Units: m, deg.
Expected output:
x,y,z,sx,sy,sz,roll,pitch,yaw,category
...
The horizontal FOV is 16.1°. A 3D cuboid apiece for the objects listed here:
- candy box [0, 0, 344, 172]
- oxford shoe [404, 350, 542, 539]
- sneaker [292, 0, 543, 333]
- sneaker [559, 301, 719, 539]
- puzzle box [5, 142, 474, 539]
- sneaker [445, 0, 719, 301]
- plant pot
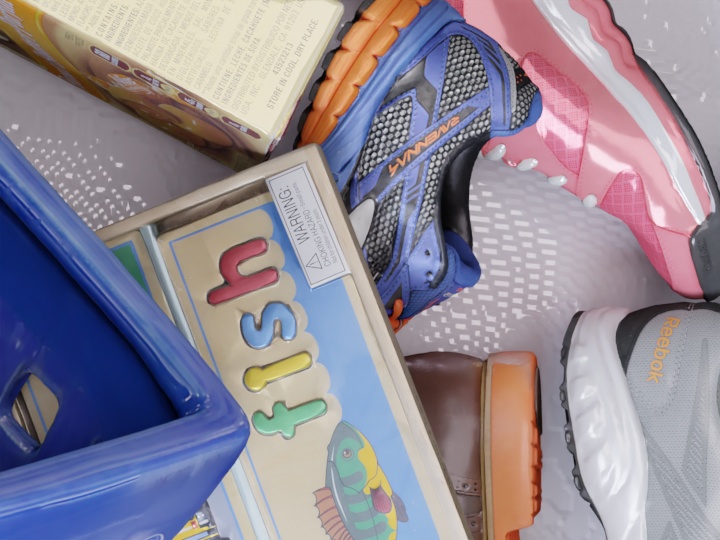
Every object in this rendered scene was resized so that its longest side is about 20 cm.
x,y,z,sx,sy,sz,roll,pitch,yaw,category
-0.108,-0.105,0.866,0.199,0.115,0.056,27,83,-3,candy box
0.028,0.130,0.932,0.072,0.071,0.201,2,83,7,oxford shoe
0.000,0.000,0.895,0.078,0.075,0.201,25,103,7,sneaker
0.129,0.108,0.930,0.079,0.074,0.201,-12,92,18,sneaker
-0.039,0.073,0.850,0.132,0.025,0.201,-22,86,5,puzzle box
0.063,-0.065,0.946,0.087,0.074,0.201,-33,93,6,sneaker
-0.188,0.061,0.780,0.199,0.180,0.200,-15,53,-48,plant pot
